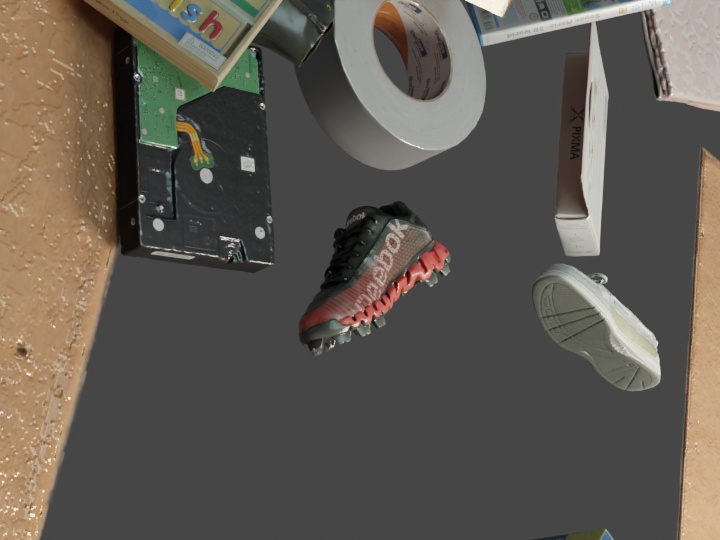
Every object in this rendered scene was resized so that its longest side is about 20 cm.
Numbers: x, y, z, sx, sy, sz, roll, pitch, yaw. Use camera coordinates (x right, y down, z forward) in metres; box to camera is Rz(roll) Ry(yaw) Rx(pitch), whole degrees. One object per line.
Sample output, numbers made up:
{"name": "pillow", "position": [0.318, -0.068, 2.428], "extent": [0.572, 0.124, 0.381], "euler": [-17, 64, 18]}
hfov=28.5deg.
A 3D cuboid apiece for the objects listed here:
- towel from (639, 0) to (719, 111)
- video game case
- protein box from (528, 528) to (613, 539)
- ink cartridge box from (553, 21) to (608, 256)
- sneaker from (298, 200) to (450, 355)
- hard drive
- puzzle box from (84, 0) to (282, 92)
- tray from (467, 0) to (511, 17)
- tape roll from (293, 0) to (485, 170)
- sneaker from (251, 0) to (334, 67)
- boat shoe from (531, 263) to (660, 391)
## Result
{"name": "towel", "position": [0.415, -0.296, 1.767], "extent": [0.189, 0.032, 0.203], "euler": [1, 75, -41]}
{"name": "video game case", "position": [0.206, -0.301, 1.462], "extent": [0.018, 0.197, 0.144], "euler": [75, 3, -46]}
{"name": "protein box", "position": [0.180, 0.379, 1.264], "extent": [0.199, 0.134, 0.200], "euler": [55, 49, -13]}
{"name": "ink cartridge box", "position": [0.227, -0.142, 1.479], "extent": [0.174, 0.043, 0.202], "euler": [58, 36, -60]}
{"name": "sneaker", "position": [0.000, 0.000, 1.272], "extent": [0.200, 0.070, 0.099], "euler": [-38, 102, -44]}
{"name": "hard drive", "position": [-0.142, -0.105, 1.202], "extent": [0.139, 0.038, 0.203], "euler": [7, 72, -40]}
{"name": "puzzle box", "position": [-0.166, -0.256, 1.183], "extent": [0.199, 0.025, 0.134], "euler": [35, 60, -4]}
{"name": "tray", "position": [0.062, -0.316, 1.368], "extent": [0.098, 0.037, 0.200], "euler": [16, 24, -37]}
{"name": "tape roll", "position": [0.030, -0.203, 1.369], "extent": [0.199, 0.066, 0.203], "euler": [15, 66, -39]}
{"name": "sneaker", "position": [-0.057, -0.272, 1.288], "extent": [0.105, 0.075, 0.201], "euler": [31, 60, -6]}
{"name": "boat shoe", "position": [0.249, 0.051, 1.480], "extent": [0.201, 0.074, 0.065], "euler": [39, 48, -31]}
